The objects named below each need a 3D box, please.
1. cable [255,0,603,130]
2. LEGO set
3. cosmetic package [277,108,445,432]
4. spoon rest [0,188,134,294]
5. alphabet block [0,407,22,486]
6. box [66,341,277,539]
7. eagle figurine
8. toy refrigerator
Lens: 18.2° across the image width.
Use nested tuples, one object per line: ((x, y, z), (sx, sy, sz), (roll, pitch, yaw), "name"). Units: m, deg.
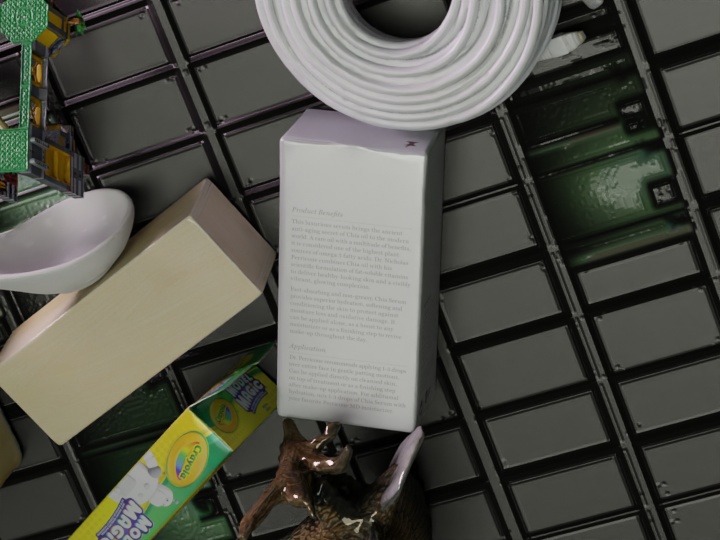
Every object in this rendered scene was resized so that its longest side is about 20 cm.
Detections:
((0.029, -0.185, 1.441), (0.199, 0.069, 0.201), (-31, 101, 22), "cable")
((-0.269, -0.111, 1.540), (0.199, 0.116, 0.155), (-11, 78, 13), "LEGO set")
((0.000, 0.000, 1.518), (0.101, 0.071, 0.201), (7, 113, 12), "cosmetic package")
((-0.238, 0.006, 1.530), (0.200, 0.099, 0.061), (-39, 122, -12), "spoon rest")
((-0.387, 0.123, 1.588), (0.195, 0.200, 0.196), (-20, 104, 20), "alphabet block")
((-0.128, 0.138, 1.576), (0.048, 0.117, 0.200), (42, 114, 2), "box")
((-0.005, 0.199, 1.531), (0.152, 0.151, 0.201), (-38, 114, -20), "eagle figurine")
((-0.158, 0.029, 1.570), (0.200, 0.070, 0.076), (-37, 106, 23), "toy refrigerator")
